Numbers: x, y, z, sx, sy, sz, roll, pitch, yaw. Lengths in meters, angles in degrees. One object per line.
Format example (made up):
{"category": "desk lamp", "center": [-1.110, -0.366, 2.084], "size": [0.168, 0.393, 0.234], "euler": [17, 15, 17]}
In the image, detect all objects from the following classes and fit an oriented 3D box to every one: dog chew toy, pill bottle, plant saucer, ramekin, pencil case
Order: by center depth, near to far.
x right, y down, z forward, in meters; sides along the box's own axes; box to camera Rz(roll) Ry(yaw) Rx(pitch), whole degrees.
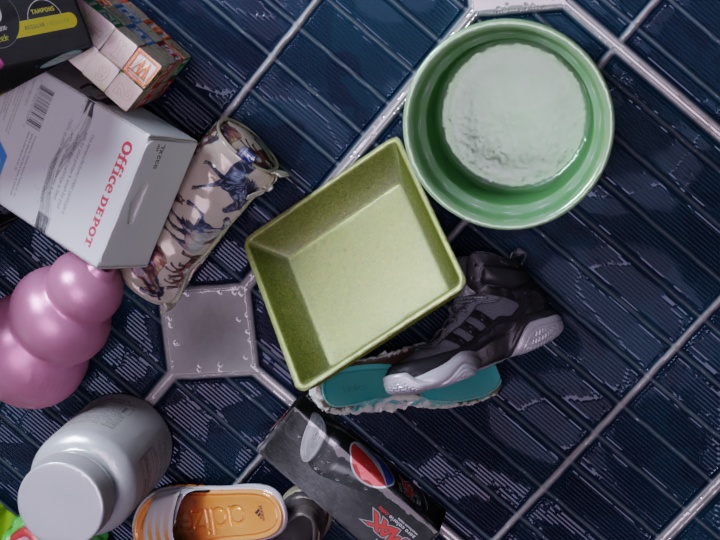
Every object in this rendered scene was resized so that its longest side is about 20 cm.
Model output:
{"category": "ramekin", "center": [0.146, -0.146, 1.637], "size": [0.200, 0.098, 0.200], "euler": [2, 103, 9]}
{"category": "plant saucer", "center": [0.000, 0.000, 1.680], "size": [0.200, 0.048, 0.200], "euler": [-34, 53, 15]}
{"category": "pencil case", "center": [-0.165, -0.054, 1.721], "size": [0.089, 0.078, 0.200], "euler": [45, 106, 21]}
{"category": "dog chew toy", "center": [-0.312, 0.053, 1.732], "size": [0.125, 0.125, 0.200], "euler": [45, 123, -2]}
{"category": "pill bottle", "center": [-0.273, 0.207, 1.735], "size": [0.114, 0.200, 0.114], "euler": [2, 103, 10]}

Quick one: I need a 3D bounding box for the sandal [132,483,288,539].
{"category": "sandal", "center": [-0.172, 0.262, 1.776], "size": [0.207, 0.059, 0.079], "euler": [-15, 87, 33]}

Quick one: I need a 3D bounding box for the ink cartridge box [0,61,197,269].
{"category": "ink cartridge box", "center": [-0.280, -0.110, 1.690], "size": [0.200, 0.084, 0.145], "euler": [32, 106, 27]}

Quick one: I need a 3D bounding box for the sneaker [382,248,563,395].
{"category": "sneaker", "center": [0.097, 0.047, 1.678], "size": [0.200, 0.075, 0.114], "euler": [-21, 87, -22]}

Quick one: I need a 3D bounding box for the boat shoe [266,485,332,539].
{"category": "boat shoe", "center": [-0.093, 0.320, 1.796], "size": [0.074, 0.073, 0.200], "euler": [22, 105, 5]}

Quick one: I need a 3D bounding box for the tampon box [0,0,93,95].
{"category": "tampon box", "center": [-0.381, -0.223, 1.587], "size": [0.200, 0.150, 0.126], "euler": [-18, 93, 44]}

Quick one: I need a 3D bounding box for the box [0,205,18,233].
{"category": "box", "center": [-0.455, -0.076, 1.703], "size": [0.086, 0.200, 0.164], "euler": [-38, 94, 16]}

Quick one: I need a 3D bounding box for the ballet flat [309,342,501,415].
{"category": "ballet flat", "center": [0.041, 0.109, 1.724], "size": [0.200, 0.072, 0.072], "euler": [-2, 103, -14]}

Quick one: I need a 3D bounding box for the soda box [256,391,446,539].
{"category": "soda box", "center": [-0.008, 0.219, 1.764], "size": [0.200, 0.063, 0.071], "euler": [41, 106, -1]}

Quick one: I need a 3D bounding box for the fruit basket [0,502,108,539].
{"category": "fruit basket", "center": [-0.396, 0.309, 1.818], "size": [0.215, 0.156, 0.216], "euler": [-2, 113, -5]}

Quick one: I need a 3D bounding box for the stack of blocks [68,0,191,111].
{"category": "stack of blocks", "center": [-0.273, -0.250, 1.677], "size": [0.200, 0.115, 0.059], "euler": [41, 106, 0]}
